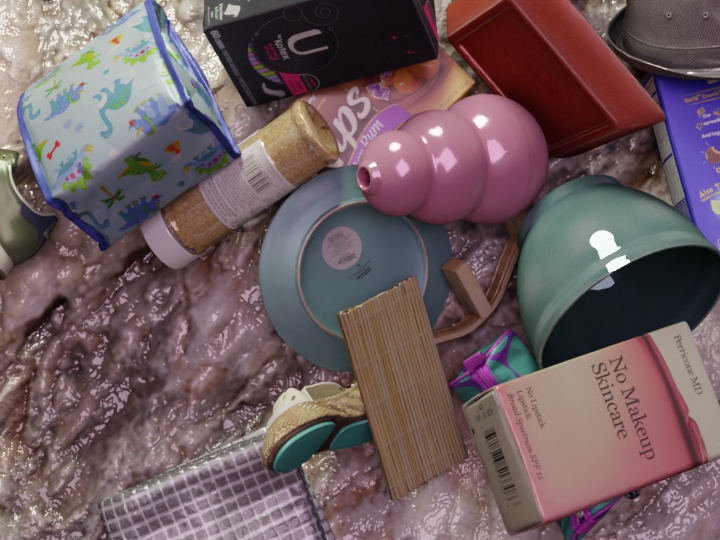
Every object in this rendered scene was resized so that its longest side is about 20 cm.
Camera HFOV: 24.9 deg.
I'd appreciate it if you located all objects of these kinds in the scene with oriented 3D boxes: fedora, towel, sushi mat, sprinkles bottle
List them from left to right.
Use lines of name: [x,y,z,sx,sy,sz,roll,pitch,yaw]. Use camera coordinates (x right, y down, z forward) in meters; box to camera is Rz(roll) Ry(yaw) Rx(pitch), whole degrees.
towel: [-0.128,0.252,1.527,0.198,0.086,0.167,-23,84,-7]
sprinkles bottle: [-0.115,-0.080,1.550,0.199,0.068,0.069,-33,84,17]
sushi mat: [0.042,0.112,1.538,0.095,0.012,0.202,-28,112,-31]
fedora: [0.337,-0.261,1.584,0.198,0.091,0.177,9,39,25]

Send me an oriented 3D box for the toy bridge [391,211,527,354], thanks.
toy bridge: [0.104,0.018,1.591,0.200,0.027,0.068,-43,120,-20]

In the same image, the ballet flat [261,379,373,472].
ballet flat: [-0.045,0.139,1.513,0.065,0.199,0.071,46,112,19]

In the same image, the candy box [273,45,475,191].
candy box: [0.003,-0.151,1.611,0.117,0.056,0.200,45,80,3]

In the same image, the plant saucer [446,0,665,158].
plant saucer: [0.169,-0.188,1.536,0.037,0.200,0.200,-44,98,-16]

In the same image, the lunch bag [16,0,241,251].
lunch bag: [-0.229,-0.148,1.545,0.169,0.128,0.201,-34,53,6]

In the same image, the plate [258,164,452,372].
plate: [0.000,0.000,1.568,0.198,0.026,0.202,-3,98,-19]

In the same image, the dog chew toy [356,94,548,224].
dog chew toy: [0.081,-0.099,1.540,0.199,0.124,0.126,-11,81,-35]

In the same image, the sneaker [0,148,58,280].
sneaker: [-0.372,-0.093,1.578,0.090,0.067,0.201,-37,86,-16]

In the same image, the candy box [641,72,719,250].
candy box: [0.386,-0.119,1.620,0.167,0.077,0.202,-13,83,-4]

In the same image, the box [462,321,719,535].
box: [0.212,0.142,1.468,0.198,0.109,0.129,-18,80,-16]

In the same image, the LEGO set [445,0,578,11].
LEGO set: [0.179,-0.298,1.588,0.115,0.200,0.154,34,60,0]

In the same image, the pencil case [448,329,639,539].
pencil case: [0.172,0.157,1.557,0.085,0.092,0.201,-40,83,17]

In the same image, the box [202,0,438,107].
box: [-0.038,-0.251,1.548,0.198,0.123,0.107,-14,54,14]

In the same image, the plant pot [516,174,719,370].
plant pot: [0.228,-0.004,1.550,0.199,0.201,0.135,-24,56,-7]
